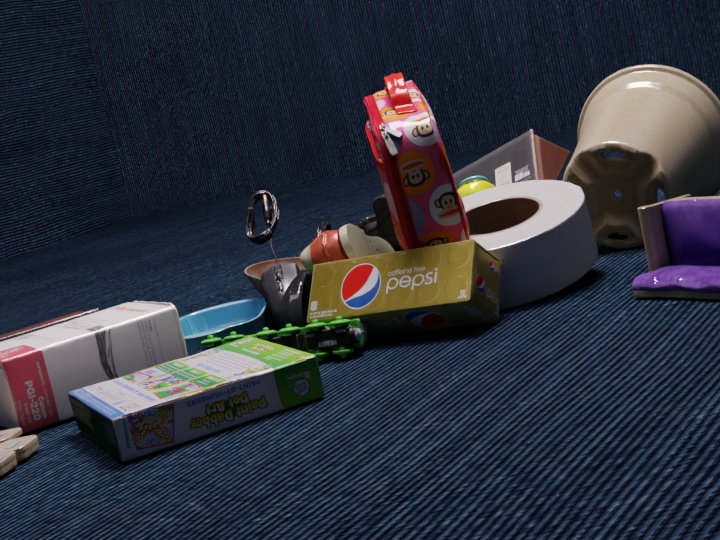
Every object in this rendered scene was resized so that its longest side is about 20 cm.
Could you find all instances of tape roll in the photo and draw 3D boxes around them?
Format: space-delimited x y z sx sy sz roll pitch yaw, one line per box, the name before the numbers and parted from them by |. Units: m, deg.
tape roll | 0.155 -0.029 1.571 0.200 0.071 0.203 -15 21 6

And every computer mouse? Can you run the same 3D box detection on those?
computer mouse | -0.062 0.009 1.624 0.034 0.059 0.201 -9 31 16
computer mouse | -0.099 -0.014 1.687 0.058 0.202 0.034 -23 -31 5

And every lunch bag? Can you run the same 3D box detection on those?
lunch bag | 0.055 -0.122 1.532 0.081 0.178 0.200 -16 19 1

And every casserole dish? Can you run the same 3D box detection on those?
casserole dish | -0.164 0.072 1.673 0.120 0.039 0.200 -13 7 4

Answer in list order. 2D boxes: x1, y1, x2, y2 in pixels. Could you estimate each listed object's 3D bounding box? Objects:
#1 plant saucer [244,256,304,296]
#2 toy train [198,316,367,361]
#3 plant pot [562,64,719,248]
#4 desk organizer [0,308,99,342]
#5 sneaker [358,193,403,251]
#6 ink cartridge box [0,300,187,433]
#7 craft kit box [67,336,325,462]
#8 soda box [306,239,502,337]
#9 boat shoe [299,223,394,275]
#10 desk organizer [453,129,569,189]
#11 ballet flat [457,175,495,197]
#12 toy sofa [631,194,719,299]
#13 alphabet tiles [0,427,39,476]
plant saucer | -0.044 0.013 1.781 0.198 0.035 0.200 -1 9 0
toy train | -0.079 0.077 1.495 0.198 0.042 0.056 -9 -2 28
plant pot | 0.330 -0.122 1.725 0.199 0.202 0.183 -9 21 31
desk organizer | -0.408 0.108 1.723 0.198 0.073 0.077 -17 6 -26
sneaker | 0.045 -0.035 1.755 0.075 0.092 0.200 -16 -11 -5
ink cartridge box | -0.301 0.100 1.544 0.198 0.086 0.145 -20 10 -27
craft kit box | -0.158 0.115 1.347 0.196 0.049 0.200 -19 9 -20
soda box | 0.045 0.022 1.479 0.198 0.068 0.064 -8 -26 32
boat shoe | 0.000 0.000 1.622 0.062 0.072 0.200 -26 -22 16
desk organizer | 0.173 -0.095 1.830 0.076 0.073 0.199 19 -33 -38
ballet flat | 0.166 -0.044 1.751 0.066 0.068 0.200 -21 -30 15
toy sofa | 0.336 -0.025 1.331 0.097 0.084 0.199 -16 8 -26
alphabet tiles | -0.405 0.190 1.345 0.198 0.015 0.196 -12 8 13
